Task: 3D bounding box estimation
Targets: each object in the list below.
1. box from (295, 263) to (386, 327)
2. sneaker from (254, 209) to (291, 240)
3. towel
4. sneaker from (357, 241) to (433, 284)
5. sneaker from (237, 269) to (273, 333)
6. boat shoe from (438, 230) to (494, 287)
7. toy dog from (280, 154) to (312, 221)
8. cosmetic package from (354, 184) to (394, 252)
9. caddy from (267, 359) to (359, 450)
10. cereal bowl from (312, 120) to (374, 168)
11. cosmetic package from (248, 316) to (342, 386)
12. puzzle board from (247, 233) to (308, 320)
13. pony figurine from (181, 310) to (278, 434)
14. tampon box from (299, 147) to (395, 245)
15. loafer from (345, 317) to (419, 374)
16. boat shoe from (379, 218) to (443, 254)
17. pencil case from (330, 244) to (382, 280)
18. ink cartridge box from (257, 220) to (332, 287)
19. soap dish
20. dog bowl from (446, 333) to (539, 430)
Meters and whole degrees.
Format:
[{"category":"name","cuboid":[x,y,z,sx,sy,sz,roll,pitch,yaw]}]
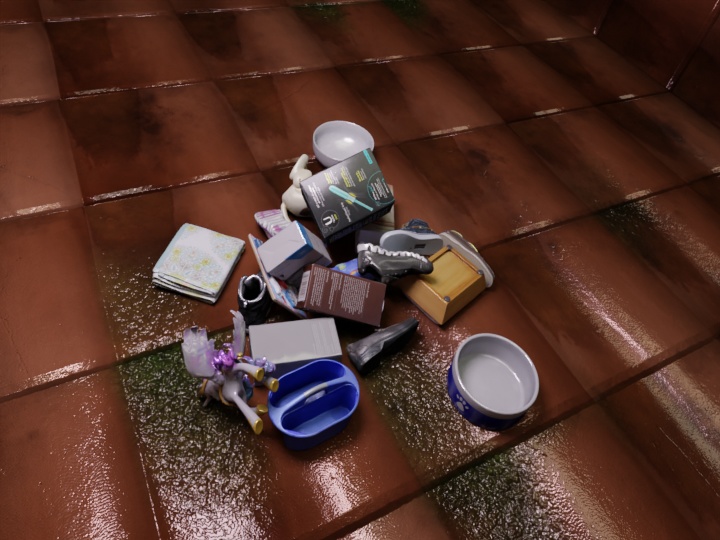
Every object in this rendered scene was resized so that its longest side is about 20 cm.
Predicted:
[{"category":"box","cuboid":[-0.044,0.060,1.246,0.195,0.074,0.104,17,78,-23]},{"category":"sneaker","cuboid":[-0.220,-0.096,1.409,0.078,0.091,0.200,-17,32,-24]},{"category":"towel","cuboid":[-0.395,-0.022,1.324,0.166,0.049,0.203,18,48,0]},{"category":"sneaker","cuboid":[0.079,-0.002,1.305,0.193,0.067,0.093,13,68,1]},{"category":"sneaker","cuboid":[-0.233,0.038,1.258,0.073,0.116,0.204,14,48,3]},{"category":"boat shoe","cuboid":[0.295,-0.037,1.472,0.059,0.073,0.199,-27,61,-40]},{"category":"toy dog","cuboid":[-0.108,-0.192,1.475,0.196,0.141,0.196,28,62,14]},{"category":"cosmetic package","cuboid":[0.040,-0.146,1.497,0.100,0.089,0.204,6,48,-8]},{"category":"caddy","cuboid":[-0.095,0.267,1.094,0.196,0.107,0.142,-21,55,-27]},{"category":"cereal bowl","cuboid":[-0.057,-0.372,1.676,0.193,0.085,0.204,7,48,-7]},{"category":"cosmetic package","cuboid":[-0.145,0.176,1.181,0.193,0.092,0.109,-6,50,-13]},{"category":"puzzle board","cuboid":[-0.191,0.016,1.278,0.017,0.151,0.203,-34,56,9]},{"category":"pony figurine","cuboid":[-0.251,0.196,1.044,0.195,0.200,0.165,12,15,33]},{"category":"tampon box","cuboid":[-0.035,-0.181,1.347,0.195,0.126,0.153,-26,85,-5]},{"category":"loafer","cuboid":[0.054,0.156,1.251,0.197,0.074,0.072,-27,54,-32]},{"category":"boat shoe","cuboid":[0.118,-0.087,1.398,0.195,0.072,0.091,2,36,-35]},{"category":"pencil case","cuboid":[0.000,0.000,1.365,0.196,0.086,0.080,-25,98,-28]},{"category":"ink cartridge box","cuboid":[-0.143,-0.030,1.276,0.114,0.200,0.068,-35,68,8]},{"category":"soap dish","cuboid":[0.216,0.029,1.388,0.198,0.083,0.157,-32,62,-34]},{"category":"dog bowl","cuboid":[0.296,0.249,1.216,0.193,0.080,0.204,6,48,-7]}]
